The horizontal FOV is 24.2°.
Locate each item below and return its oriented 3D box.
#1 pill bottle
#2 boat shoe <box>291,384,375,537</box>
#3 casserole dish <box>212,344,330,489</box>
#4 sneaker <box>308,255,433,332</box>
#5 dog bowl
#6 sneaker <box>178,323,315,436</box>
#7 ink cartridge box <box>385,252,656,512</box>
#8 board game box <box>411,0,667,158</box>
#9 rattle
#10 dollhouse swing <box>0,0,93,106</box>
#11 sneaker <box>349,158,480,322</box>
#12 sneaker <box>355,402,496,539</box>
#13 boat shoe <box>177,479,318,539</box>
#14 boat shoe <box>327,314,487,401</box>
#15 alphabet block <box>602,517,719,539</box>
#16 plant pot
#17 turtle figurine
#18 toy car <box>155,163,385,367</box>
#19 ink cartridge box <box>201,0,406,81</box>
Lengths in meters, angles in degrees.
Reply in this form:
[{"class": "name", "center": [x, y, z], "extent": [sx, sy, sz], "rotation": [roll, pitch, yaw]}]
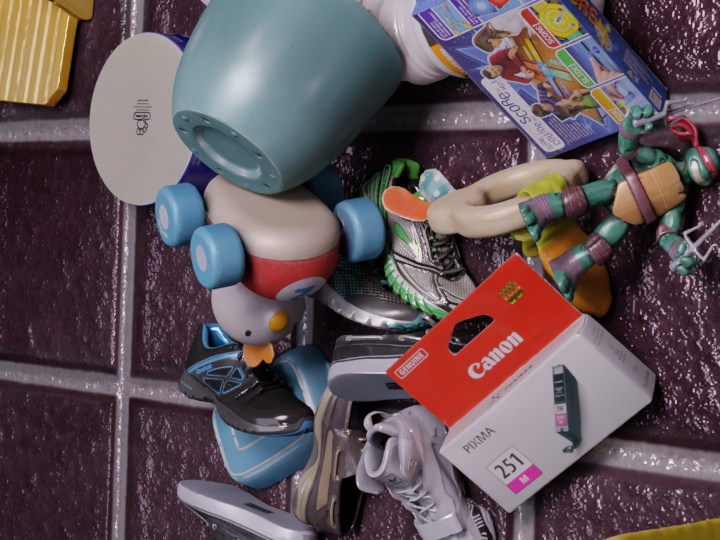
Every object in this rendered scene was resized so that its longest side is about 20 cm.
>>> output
[{"class": "pill bottle", "center": [0.119, -0.246, 1.565], "extent": [0.199, 0.116, 0.117], "rotation": [-17, 77, 42]}, {"class": "boat shoe", "center": [-0.007, 0.182, 1.717], "extent": [0.073, 0.074, 0.201], "rotation": [28, 116, 28]}, {"class": "casserole dish", "center": [-0.096, 0.160, 1.815], "extent": [0.200, 0.039, 0.122], "rotation": [-34, 66, 37]}, {"class": "sneaker", "center": [0.000, 0.000, 1.705], "extent": [0.200, 0.077, 0.092], "rotation": [26, 103, 39]}, {"class": "dog bowl", "center": [-0.220, -0.170, 1.912], "extent": [0.199, 0.079, 0.201], "rotation": [-1, 88, 44]}, {"class": "sneaker", "center": [-0.121, 0.117, 1.763], "extent": [0.200, 0.073, 0.082], "rotation": [22, 105, 42]}, {"class": "ink cartridge box", "center": [0.139, 0.105, 1.526], "extent": [0.173, 0.044, 0.200], "rotation": [41, 124, -7]}, {"class": "board game box", "center": [0.159, -0.191, 1.482], "extent": [0.135, 0.200, 0.035], "rotation": [-18, 39, 42]}, {"class": "rattle", "center": [0.130, -0.029, 1.576], "extent": [0.199, 0.143, 0.130], "rotation": [-12, 36, 35]}, {"class": "dollhouse swing", "center": [-0.454, -0.322, 2.088], "extent": [0.199, 0.182, 0.177], "rotation": [11, 76, 43]}, {"class": "sneaker", "center": [0.061, -0.029, 1.642], "extent": [0.085, 0.078, 0.200], "rotation": [-52, 56, 29]}, {"class": "sneaker", "center": [0.059, 0.222, 1.612], "extent": [0.075, 0.115, 0.201], "rotation": [-24, 73, 41]}, {"class": "boat shoe", "center": [-0.128, 0.283, 1.828], "extent": [0.199, 0.070, 0.067], "rotation": [16, 99, 35]}, {"class": "boat shoe", "center": [0.067, 0.085, 1.620], "extent": [0.198, 0.074, 0.068], "rotation": [-6, 53, 21]}, {"class": "alphabet block", "center": [0.213, 0.330, 1.410], "extent": [0.200, 0.196, 0.196], "rotation": [-27, 72, 40]}, {"class": "plant pot", "center": [-0.085, -0.171, 1.593], "extent": [0.200, 0.201, 0.161], "rotation": [14, 63, 43]}, {"class": "turtle figurine", "center": [0.244, -0.062, 1.444], "extent": [0.199, 0.101, 0.150], "rotation": [-28, 92, 10]}, {"class": "toy car", "center": [-0.092, 0.015, 1.660], "extent": [0.177, 0.184, 0.201], "rotation": [43, 138, 50]}, {"class": "ink cartridge box", "center": [-0.045, -0.269, 1.691], "extent": [0.199, 0.145, 0.084], "rotation": [12, 71, 42]}]
